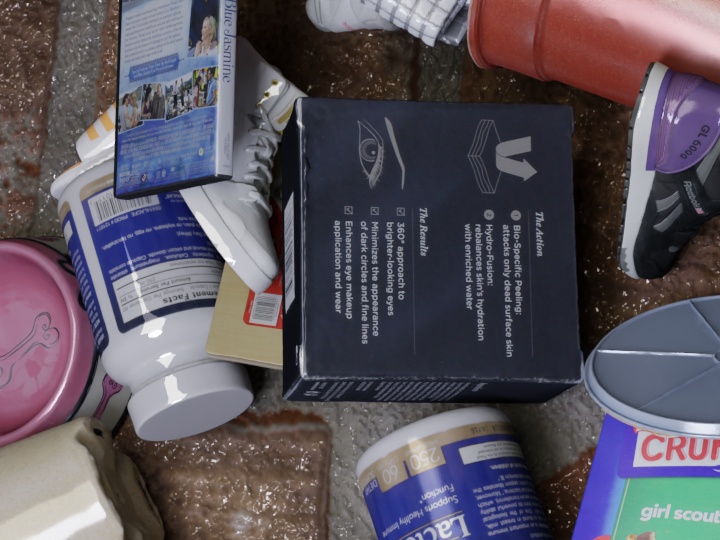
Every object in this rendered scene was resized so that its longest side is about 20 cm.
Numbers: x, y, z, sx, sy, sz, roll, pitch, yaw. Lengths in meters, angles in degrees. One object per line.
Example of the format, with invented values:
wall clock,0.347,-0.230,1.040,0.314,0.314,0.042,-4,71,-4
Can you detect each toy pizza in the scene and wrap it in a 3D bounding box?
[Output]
toy pizza,0.248,0.070,1.421,0.199,0.200,0.032,5,116,26

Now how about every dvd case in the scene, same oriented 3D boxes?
dvd case,-0.134,-0.157,1.557,0.142,0.017,0.201,-8,79,53

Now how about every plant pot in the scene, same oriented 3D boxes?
plant pot,0.207,-0.193,1.487,0.195,0.201,0.202,27,91,19
plant pot,-0.254,0.208,1.626,0.183,0.200,0.201,-28,68,5

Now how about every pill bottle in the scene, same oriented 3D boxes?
pill bottle,0.080,0.206,1.486,0.115,0.116,0.201,-26,69,18
pill bottle,-0.154,0.020,1.644,0.115,0.116,0.201,-25,70,19

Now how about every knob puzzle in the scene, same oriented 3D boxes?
knob puzzle,0.000,0.000,1.604,0.218,0.030,0.221,-2,63,4

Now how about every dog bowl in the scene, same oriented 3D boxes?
dog bowl,-0.277,0.064,1.718,0.199,0.074,0.201,-6,76,25

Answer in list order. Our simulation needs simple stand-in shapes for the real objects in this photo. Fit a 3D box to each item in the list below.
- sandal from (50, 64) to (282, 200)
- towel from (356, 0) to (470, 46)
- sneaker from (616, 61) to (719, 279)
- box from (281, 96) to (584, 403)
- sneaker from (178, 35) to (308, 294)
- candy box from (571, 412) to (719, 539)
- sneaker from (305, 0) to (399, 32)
sandal,-0.157,-0.119,1.702,0.206,0.079,0.059,-30,67,8
towel,0.042,-0.273,1.522,0.165,0.086,0.201,29,87,5
sneaker,0.224,-0.051,1.446,0.087,0.200,0.076,14,58,13
box,0.046,-0.010,1.509,0.199,0.117,0.198,1,78,-8
sneaker,-0.081,-0.087,1.588,0.115,0.074,0.201,-31,62,4
candy box,0.231,0.177,1.409,0.168,0.077,0.201,1,51,26
sneaker,-0.018,-0.279,1.667,0.099,0.078,0.201,-8,74,28
